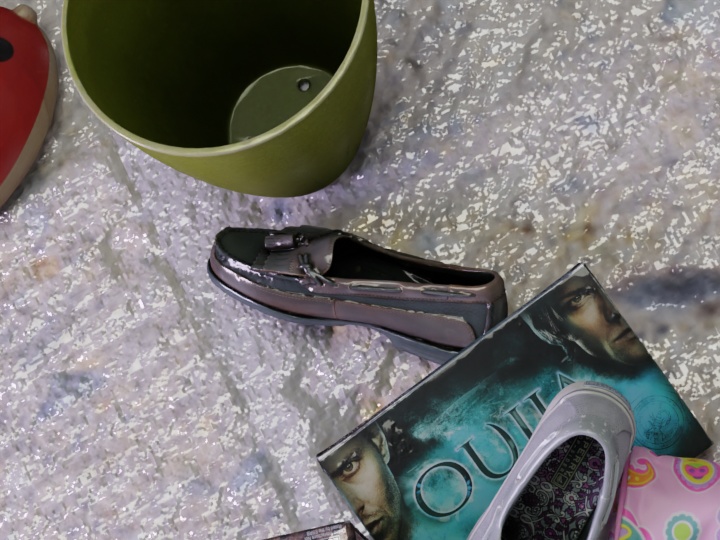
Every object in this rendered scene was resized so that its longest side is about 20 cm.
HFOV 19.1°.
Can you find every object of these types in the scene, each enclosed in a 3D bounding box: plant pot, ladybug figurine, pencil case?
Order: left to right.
[{"bbox_3d":[-0.284,-0.101,1.440,0.135,0.072,0.201,28,80,20],"label":"ladybug figurine"},{"bbox_3d":[-0.064,-0.121,1.328,0.186,0.200,0.188,-4,70,12],"label":"plant pot"},{"bbox_3d":[0.240,0.157,1.217,0.199,0.087,0.088,11,74,8],"label":"pencil case"}]

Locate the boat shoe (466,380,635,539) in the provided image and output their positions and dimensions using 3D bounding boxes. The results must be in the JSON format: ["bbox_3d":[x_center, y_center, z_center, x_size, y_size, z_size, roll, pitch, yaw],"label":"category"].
[{"bbox_3d":[0.094,0.157,1.208,0.070,0.072,0.202,25,114,6],"label":"boat shoe"}]

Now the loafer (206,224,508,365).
[{"bbox_3d":[0.000,0.000,1.336,0.199,0.063,0.072,17,40,13],"label":"loafer"}]

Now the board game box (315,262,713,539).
[{"bbox_3d":[0.092,0.107,1.283,0.200,0.028,0.136,-37,90,-1],"label":"board game box"}]

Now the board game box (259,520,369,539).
[{"bbox_3d":[-0.054,0.267,1.250,0.159,0.097,0.201,-14,69,8],"label":"board game box"}]
